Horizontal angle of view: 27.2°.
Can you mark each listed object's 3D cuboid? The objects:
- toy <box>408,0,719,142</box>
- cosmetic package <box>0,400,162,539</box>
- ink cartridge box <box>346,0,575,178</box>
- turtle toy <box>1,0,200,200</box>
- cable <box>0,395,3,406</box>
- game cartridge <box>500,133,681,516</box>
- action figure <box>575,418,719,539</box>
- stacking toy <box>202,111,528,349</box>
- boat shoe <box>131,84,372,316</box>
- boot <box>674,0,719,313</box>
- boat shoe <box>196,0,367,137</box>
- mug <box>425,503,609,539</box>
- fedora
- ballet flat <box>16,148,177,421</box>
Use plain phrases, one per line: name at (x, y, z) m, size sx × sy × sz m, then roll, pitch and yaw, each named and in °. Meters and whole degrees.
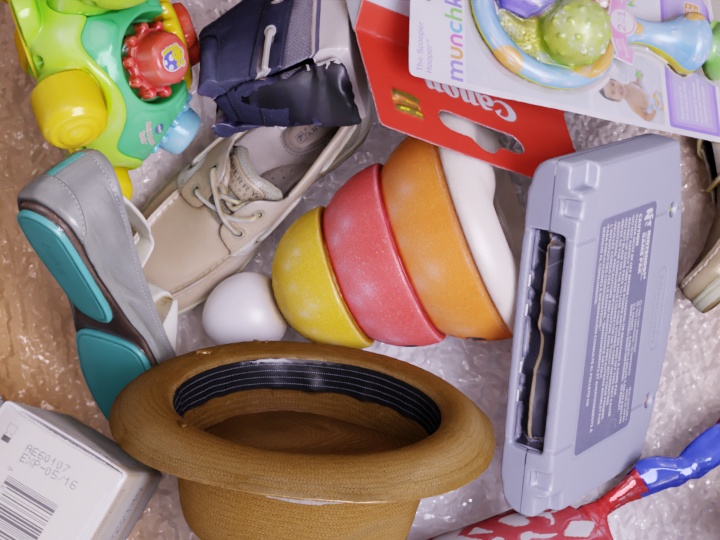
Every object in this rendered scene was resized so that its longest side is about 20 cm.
toy at (0.124, -0.145, 0.817) m, size 0.200 × 0.047 × 0.115 m, roll 11°, pitch 65°, yaw -25°
cosmetic package at (-0.168, 0.133, 0.792) m, size 0.073 × 0.200 × 0.104 m, roll 31°, pitch 83°, yaw 2°
ink cartridge box at (0.065, -0.148, 0.841) m, size 0.160 × 0.047 × 0.200 m, roll 15°, pitch 47°, yaw -34°
turtle toy at (-0.144, -0.132, 0.835) m, size 0.101 × 0.200 × 0.146 m, roll -20°, pitch 64°, yaw -9°
cable at (-0.316, 0.040, 0.864) m, size 0.200 × 0.069 × 0.200 m, roll -12°, pitch 83°, yaw -4°
game cartridge at (0.134, 0.026, 0.838) m, size 0.041 × 0.133 × 0.200 m, roll 18°, pitch 111°, yaw 38°
action figure at (0.233, 0.119, 0.879) m, size 0.200 × 0.065 × 0.099 m, roll -39°, pitch 77°, yaw -6°
stacking toy at (0.000, 0.000, 0.874) m, size 0.200 × 0.146 × 0.146 m, roll -20°, pitch 83°, yaw 14°
boat shoe at (-0.072, -0.049, 0.888) m, size 0.200 × 0.065 × 0.072 m, roll -42°, pitch 86°, yaw -7°
boot at (0.207, -0.089, 0.904) m, size 0.155 × 0.072 × 0.200 m, roll 34°, pitch 77°, yaw 2°
boat shoe at (-0.045, -0.155, 0.870) m, size 0.093 × 0.075 × 0.200 m, roll -8°, pitch 41°, yaw 10°
mug at (0.033, 0.214, 0.814) m, size 0.200 × 0.178 × 0.134 m, roll -17°, pitch 70°, yaw -34°
fedora at (-0.032, 0.102, 0.780) m, size 0.200 × 0.201 × 0.082 m, roll 4°, pitch 110°, yaw -2°
ballet flat at (-0.131, 0.017, 0.835) m, size 0.067 × 0.200 × 0.064 m, roll 19°, pitch 52°, yaw 30°
